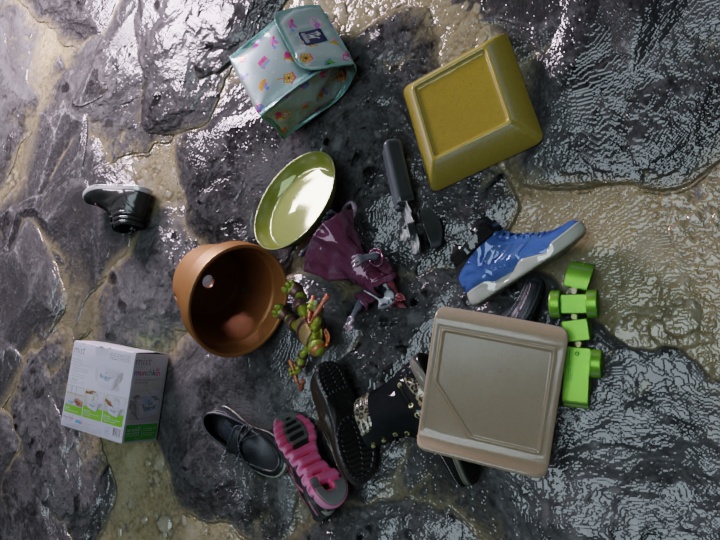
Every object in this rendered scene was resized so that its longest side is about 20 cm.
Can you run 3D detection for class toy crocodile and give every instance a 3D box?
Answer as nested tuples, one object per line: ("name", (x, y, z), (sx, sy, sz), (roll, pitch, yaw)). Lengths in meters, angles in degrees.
("toy crocodile", (0.302, 0.088, 0.886), (0.066, 0.061, 0.205), (-3, 85, 29))

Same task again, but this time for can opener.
("can opener", (0.081, -0.122, 1.059), (0.065, 0.053, 0.204), (-14, 74, -8))

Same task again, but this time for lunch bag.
("lunch bag", (-0.118, -0.375, 1.172), (0.198, 0.122, 0.172), (-35, 64, 12))

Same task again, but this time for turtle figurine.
("turtle figurine", (-0.091, 0.089, 1.089), (0.162, 0.063, 0.203), (52, 136, 45))

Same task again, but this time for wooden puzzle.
("wooden puzzle", (0.180, 0.164, 0.884), (0.181, 0.037, 0.204), (9, 89, 17))

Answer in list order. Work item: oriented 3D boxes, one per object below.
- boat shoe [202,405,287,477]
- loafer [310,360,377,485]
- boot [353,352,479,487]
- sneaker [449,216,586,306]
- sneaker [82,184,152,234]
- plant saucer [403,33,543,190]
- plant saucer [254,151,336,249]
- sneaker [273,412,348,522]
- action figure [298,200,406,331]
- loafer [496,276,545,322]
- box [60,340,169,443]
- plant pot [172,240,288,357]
("boat shoe", (-0.210, 0.308, 1.147), (0.198, 0.062, 0.076), (27, 94, 30))
("loafer", (-0.031, 0.253, 1.056), (0.071, 0.072, 0.203), (-46, 58, 55))
("boot", (0.083, 0.251, 0.981), (0.153, 0.073, 0.206), (-35, 66, 26))
("sneaker", (0.221, -0.044, 0.939), (0.199, 0.076, 0.113), (-35, 75, 28))
("sneaker", (-0.550, -0.132, 1.414), (0.196, 0.071, 0.101), (1, 78, 27))
("plant saucer", (0.167, -0.260, 1.025), (0.197, 0.048, 0.204), (-23, 70, 26))
("plant saucer", (-0.112, -0.120, 1.144), (0.198, 0.031, 0.203), (-25, 48, 31))
("sneaker", (-0.095, 0.332, 1.073), (0.201, 0.078, 0.097), (53, 142, 38))
("action figure", (0.000, 0.000, 1.070), (0.199, 0.149, 0.135), (35, 127, 11))
("loafer", (0.203, 0.095, 0.932), (0.070, 0.068, 0.203), (30, 101, 22))
("box", (-0.508, 0.245, 1.313), (0.197, 0.096, 0.180), (3, 83, 31))
("plant pot", (-0.248, 0.037, 1.151), (0.139, 0.198, 0.204), (21, 92, 47))
